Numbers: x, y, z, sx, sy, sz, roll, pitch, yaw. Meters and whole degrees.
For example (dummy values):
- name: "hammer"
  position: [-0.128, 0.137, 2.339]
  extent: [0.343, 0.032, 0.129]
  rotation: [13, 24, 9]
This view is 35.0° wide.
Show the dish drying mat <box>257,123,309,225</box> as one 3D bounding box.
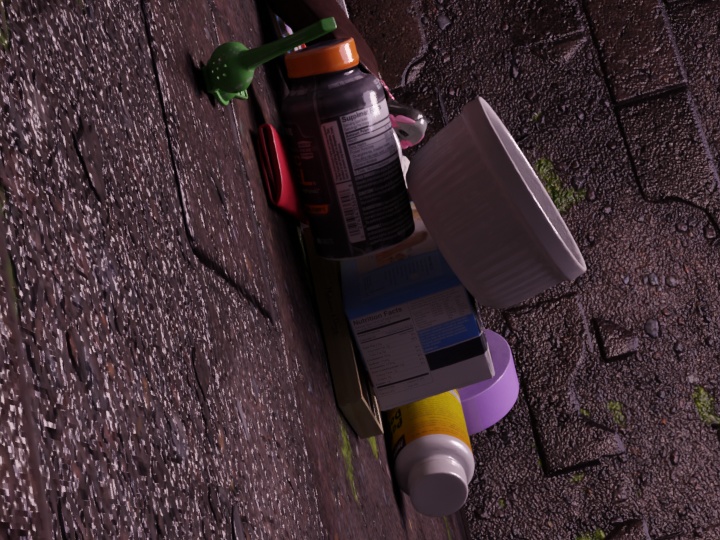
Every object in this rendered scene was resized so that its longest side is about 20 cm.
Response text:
- name: "dish drying mat"
  position: [-0.072, -0.090, 1.118]
  extent: [0.200, 0.018, 0.078]
  rotation: [34, 42, -84]

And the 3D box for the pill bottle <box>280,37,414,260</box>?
- name: "pill bottle"
  position: [-0.017, -0.121, 1.118]
  extent: [0.106, 0.104, 0.203]
  rotation: [-88, 165, -74]

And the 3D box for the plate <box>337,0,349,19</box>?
- name: "plate"
  position: [-0.077, -0.385, 1.566]
  extent: [0.200, 0.032, 0.202]
  rotation: [41, -26, 55]

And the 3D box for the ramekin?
- name: "ramekin"
  position: [0.129, -0.059, 1.133]
  extent: [0.201, 0.104, 0.201]
  rotation: [54, 14, -20]

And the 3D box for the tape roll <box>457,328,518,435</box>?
- name: "tape roll"
  position: [0.142, 0.171, 1.763]
  extent: [0.201, 0.197, 0.067]
  rotation: [-97, 171, -60]

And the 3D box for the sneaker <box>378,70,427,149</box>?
- name: "sneaker"
  position: [0.012, -0.219, 1.464]
  extent: [0.096, 0.198, 0.079]
  rotation: [-59, 140, -16]

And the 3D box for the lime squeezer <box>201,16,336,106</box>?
- name: "lime squeezer"
  position: [-0.089, -0.154, 0.861]
  extent: [0.038, 0.070, 0.199]
  rotation: [58, -23, -7]

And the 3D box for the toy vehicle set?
- name: "toy vehicle set"
  position: [-0.018, 0.066, 1.219]
  extent: [0.125, 0.026, 0.203]
  rotation: [65, 12, -65]

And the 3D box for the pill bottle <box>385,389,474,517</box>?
- name: "pill bottle"
  position: [0.093, 0.233, 1.542]
  extent: [0.201, 0.107, 0.111]
  rotation: [-98, 171, -57]

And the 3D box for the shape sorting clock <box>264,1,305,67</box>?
- name: "shape sorting clock"
  position: [-0.094, -0.331, 1.469]
  extent: [0.200, 0.039, 0.204]
  rotation: [-15, 91, -86]

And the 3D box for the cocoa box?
- name: "cocoa box"
  position: [0.056, 0.028, 1.239]
  extent: [0.201, 0.131, 0.133]
  rotation: [-96, 167, -62]

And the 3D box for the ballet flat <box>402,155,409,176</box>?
- name: "ballet flat"
  position: [0.032, -0.128, 1.457]
  extent: [0.200, 0.068, 0.071]
  rotation: [-128, -159, -73]

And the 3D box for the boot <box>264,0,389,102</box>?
- name: "boot"
  position: [-0.041, -0.282, 1.309]
  extent: [0.200, 0.072, 0.167]
  rotation: [48, 5, -24]

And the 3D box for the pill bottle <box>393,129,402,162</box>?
- name: "pill bottle"
  position: [-0.018, -0.140, 1.310]
  extent: [0.200, 0.109, 0.113]
  rotation: [-115, -172, -76]
